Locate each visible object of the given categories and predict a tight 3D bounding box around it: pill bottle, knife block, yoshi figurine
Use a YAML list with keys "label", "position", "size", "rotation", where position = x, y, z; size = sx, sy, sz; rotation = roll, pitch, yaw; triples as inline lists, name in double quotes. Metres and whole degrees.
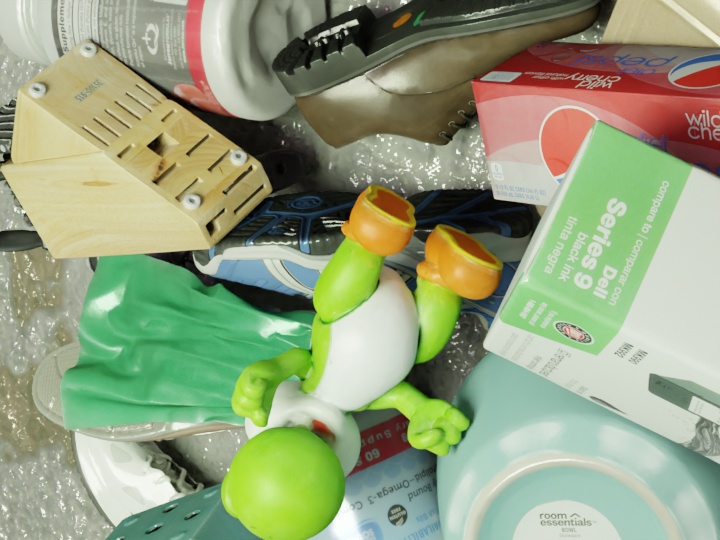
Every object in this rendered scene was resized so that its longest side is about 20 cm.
- label: "pill bottle"
  position: [0.019, 0.181, 0.957]
  size: [0.108, 0.108, 0.202]
  rotation: [-27, 84, 34]
- label: "pill bottle"
  position: [-0.129, -0.160, 0.990]
  size: [0.198, 0.110, 0.112]
  rotation: [13, 106, 32]
- label: "knife block"
  position: [-0.162, -0.043, 0.984]
  size: [0.199, 0.064, 0.176]
  rotation: [35, 142, 12]
- label: "yoshi figurine"
  position: [-0.009, 0.065, 0.832]
  size: [0.112, 0.112, 0.201]
  rotation: [38, 107, 27]

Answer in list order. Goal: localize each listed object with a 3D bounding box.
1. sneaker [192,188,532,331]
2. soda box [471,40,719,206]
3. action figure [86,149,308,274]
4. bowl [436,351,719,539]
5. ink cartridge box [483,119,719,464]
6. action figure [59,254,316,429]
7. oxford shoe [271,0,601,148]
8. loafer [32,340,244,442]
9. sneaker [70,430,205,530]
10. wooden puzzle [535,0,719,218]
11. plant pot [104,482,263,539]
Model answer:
- label: "sneaker"
  position: [0.000, 0.000, 0.924]
  size: [0.198, 0.076, 0.078]
  rotation: [2, 117, 7]
- label: "soda box"
  position: [0.150, -0.066, 0.768]
  size: [0.199, 0.063, 0.071]
  rotation: [11, 123, 46]
- label: "action figure"
  position: [-0.110, -0.020, 1.034]
  size: [0.199, 0.069, 0.131]
  rotation: [-12, 99, 39]
- label: "bowl"
  position: [0.122, 0.134, 0.837]
  size: [0.199, 0.105, 0.203]
  rotation: [5, 106, 17]
- label: "ink cartridge box"
  position: [0.167, 0.030, 0.719]
  size: [0.199, 0.146, 0.085]
  rotation: [26, 76, 5]
- label: "action figure"
  position: [-0.081, 0.052, 0.954]
  size: [0.198, 0.055, 0.119]
  rotation: [7, 86, 28]
- label: "oxford shoe"
  position: [0.054, -0.120, 0.911]
  size: [0.198, 0.073, 0.085]
  rotation: [-15, 119, 29]
- label: "loafer"
  position: [-0.116, 0.082, 1.032]
  size: [0.198, 0.063, 0.073]
  rotation: [-3, 67, 22]
- label: "sneaker"
  position: [-0.105, 0.152, 1.068]
  size: [0.115, 0.076, 0.202]
  rotation: [-31, 89, 25]
- label: "wooden puzzle"
  position: [0.190, -0.051, 0.816]
  size: [0.185, 0.037, 0.201]
  rotation: [43, 140, 20]
- label: "plant pot"
  position: [-0.083, 0.244, 0.977]
  size: [0.140, 0.141, 0.202]
  rotation: [-21, 100, 20]
